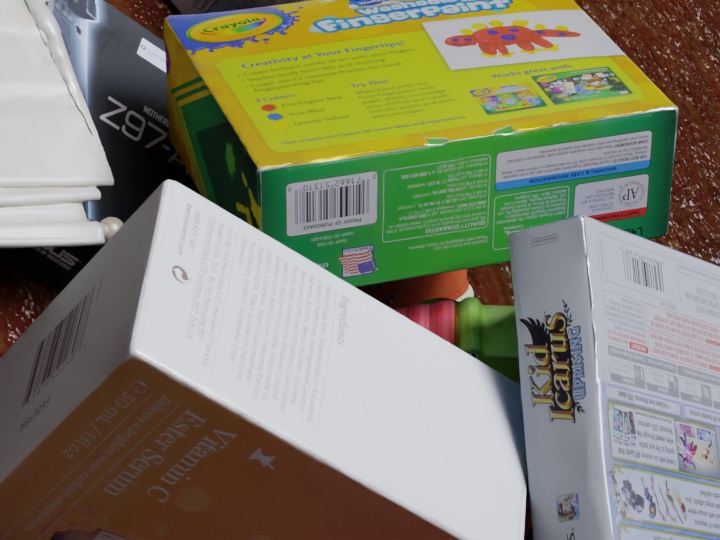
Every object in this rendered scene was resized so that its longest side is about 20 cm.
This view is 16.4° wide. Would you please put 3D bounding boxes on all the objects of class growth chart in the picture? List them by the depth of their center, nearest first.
[{"bbox_3d":[-0.182,-0.088,1.159,0.144,0.018,0.201,7,52,-39],"label":"growth chart"}]

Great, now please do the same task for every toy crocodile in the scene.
[{"bbox_3d":[-0.001,0.044,1.165,0.068,0.199,0.062,-81,157,-46],"label":"toy crocodile"}]

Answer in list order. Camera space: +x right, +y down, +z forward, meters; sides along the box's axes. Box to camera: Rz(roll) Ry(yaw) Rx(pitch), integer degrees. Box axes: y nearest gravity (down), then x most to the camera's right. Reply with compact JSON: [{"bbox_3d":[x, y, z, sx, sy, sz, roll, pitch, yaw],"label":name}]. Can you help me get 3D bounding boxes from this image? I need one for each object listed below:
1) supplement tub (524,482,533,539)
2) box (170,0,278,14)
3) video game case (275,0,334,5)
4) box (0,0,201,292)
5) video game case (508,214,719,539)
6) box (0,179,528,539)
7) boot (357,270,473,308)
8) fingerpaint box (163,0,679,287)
[{"bbox_3d":[0.105,0.132,1.231,0.200,0.107,0.107,28,40,-22],"label":"supplement tub"},{"bbox_3d":[-0.038,-0.180,1.382,0.200,0.112,0.101,52,37,6],"label":"box"},{"bbox_3d":[0.036,-0.174,1.339,0.182,0.024,0.200,27,43,-26],"label":"video game case"},{"bbox_3d":[-0.155,-0.075,1.224,0.200,0.044,0.160,34,39,-16],"label":"box"},{"bbox_3d":[0.142,0.084,1.144,0.200,0.045,0.182,17,63,-52],"label":"video game case"},{"bbox_3d":[-0.049,0.083,1.086,0.200,0.152,0.107,30,39,-20],"label":"box"},{"bbox_3d":[0.000,0.000,1.261,0.200,0.075,0.108,-26,112,-54],"label":"boot"},{"bbox_3d":[0.024,-0.067,1.179,0.199,0.074,0.167,-9,32,-16],"label":"fingerpaint box"}]
